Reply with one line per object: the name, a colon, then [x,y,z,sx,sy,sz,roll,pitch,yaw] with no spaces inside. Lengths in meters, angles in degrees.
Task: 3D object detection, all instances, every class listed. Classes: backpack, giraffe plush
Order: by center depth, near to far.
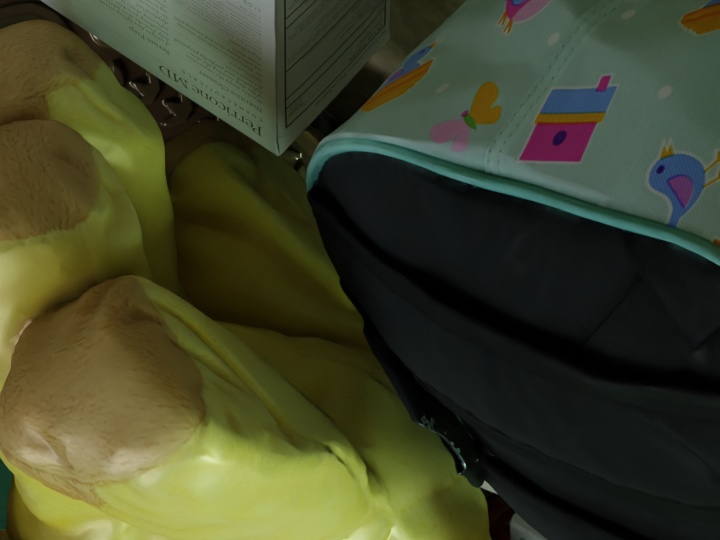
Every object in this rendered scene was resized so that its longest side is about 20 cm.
backpack: [0.094,0.003,0.612,0.200,0.153,0.176,9,146,49]
giraffe plush: [-0.062,0.067,0.706,0.200,0.162,0.173,37,-160,-26]

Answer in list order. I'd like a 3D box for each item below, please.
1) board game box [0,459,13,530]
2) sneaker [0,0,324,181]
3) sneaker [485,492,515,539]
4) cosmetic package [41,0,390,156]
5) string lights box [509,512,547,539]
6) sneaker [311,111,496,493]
board game box: [-0.087,0.099,0.922,0.152,0.045,0.200,16,155,-25]
sneaker: [-0.084,-0.057,0.790,0.200,0.067,0.090,30,-166,-15]
sneaker: [0.014,0.151,0.960,0.077,0.073,0.200,32,115,-10]
cosmetic package: [-0.083,-0.115,0.699,0.200,0.051,0.083,34,152,17]
string lights box: [0.140,0.129,0.851,0.200,0.059,0.103,31,152,24]
sneaker: [-0.001,0.000,0.862,0.199,0.070,0.093,33,176,15]
